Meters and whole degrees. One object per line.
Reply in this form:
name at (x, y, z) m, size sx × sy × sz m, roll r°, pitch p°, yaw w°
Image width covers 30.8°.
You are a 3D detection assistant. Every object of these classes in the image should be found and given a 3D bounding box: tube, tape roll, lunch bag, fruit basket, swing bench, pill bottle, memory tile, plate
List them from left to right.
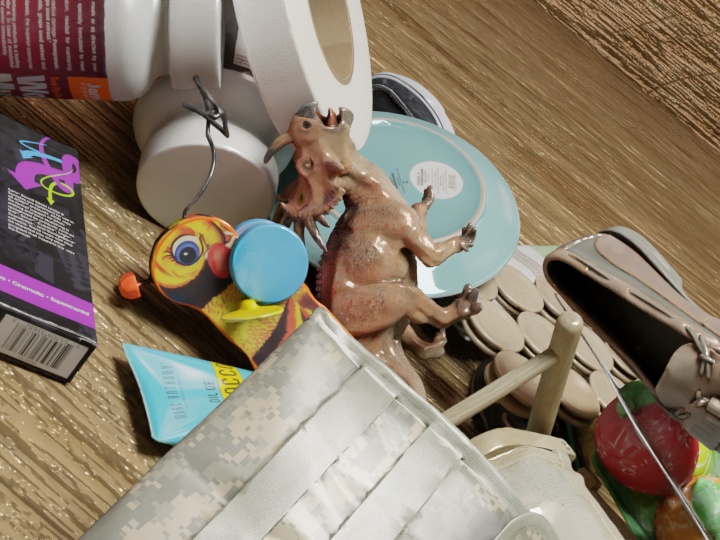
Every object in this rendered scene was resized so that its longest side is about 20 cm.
pill bottle at (-0.185, -0.162, 0.815) m, size 0.198 × 0.110 × 0.110 m, roll 2°, pitch 28°, yaw -4°
pill bottle at (-0.099, -0.127, 0.929) m, size 0.116 × 0.116 × 0.201 m, roll 27°, pitch 44°, yaw -26°
tube at (-0.042, 0.089, 0.753) m, size 0.199 × 0.051 × 0.078 m, roll 17°, pitch 22°, yaw -33°
tape roll at (-0.038, -0.176, 0.893) m, size 0.203 × 0.037 × 0.205 m, roll -11°, pitch 90°, yaw -75°
lunch bag at (-0.005, 0.147, 0.521) m, size 0.200 × 0.118 × 0.164 m, roll 42°, pitch 55°, yaw 8°
plate at (0.025, -0.060, 0.967) m, size 0.198 × 0.026 × 0.201 m, roll 8°, pitch 44°, yaw -7°
memory tile at (0.149, 0.057, 0.971) m, size 0.199 × 0.017 × 0.154 m, roll 14°, pitch 38°, yaw -39°
swing bench at (0.121, 0.171, 0.697) m, size 0.199 × 0.129 × 0.201 m, roll 54°, pitch -11°, yaw 37°
fruit basket at (0.200, 0.122, 0.821) m, size 0.200 × 0.093 × 0.186 m, roll 57°, pitch 6°, yaw -45°

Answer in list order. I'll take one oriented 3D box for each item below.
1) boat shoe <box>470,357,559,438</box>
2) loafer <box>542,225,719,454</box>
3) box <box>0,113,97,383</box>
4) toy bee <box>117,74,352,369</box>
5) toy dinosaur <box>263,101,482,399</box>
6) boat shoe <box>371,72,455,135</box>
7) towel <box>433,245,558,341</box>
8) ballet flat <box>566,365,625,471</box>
boat shoe at (0.121, 0.108, 0.947) m, size 0.067 × 0.057 × 0.200 m, roll 34°, pitch 22°, yaw -11°
loafer at (0.180, 0.051, 0.758) m, size 0.062 × 0.072 × 0.200 m, roll -10°, pitch 43°, yaw -33°
box at (-0.219, -0.035, 0.721) m, size 0.142 × 0.036 × 0.201 m, roll 27°, pitch 26°, yaw -30°
toy bee at (-0.087, 0.004, 0.798) m, size 0.201 × 0.108 × 0.131 m, roll 56°, pitch -7°, yaw 11°
toy dinosaur at (0.000, 0.000, 0.853) m, size 0.134 × 0.202 × 0.086 m, roll 0°, pitch -8°, yaw -20°
boat shoe at (0.039, -0.085, 1.057) m, size 0.068 × 0.072 × 0.201 m, roll 12°, pitch 47°, yaw -50°
towel at (0.133, 0.009, 1.103) m, size 0.199 × 0.031 × 0.149 m, roll 0°, pitch 30°, yaw -34°
ballet flat at (0.193, 0.093, 1.065) m, size 0.070 × 0.071 × 0.200 m, roll 34°, pitch 20°, yaw -11°
